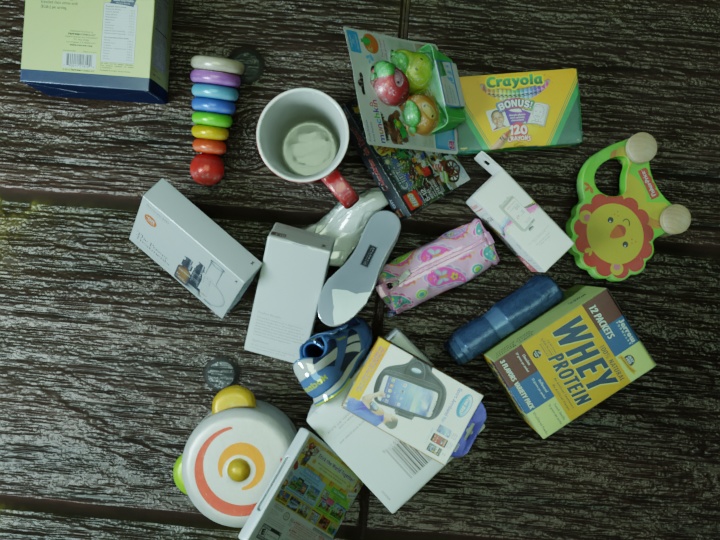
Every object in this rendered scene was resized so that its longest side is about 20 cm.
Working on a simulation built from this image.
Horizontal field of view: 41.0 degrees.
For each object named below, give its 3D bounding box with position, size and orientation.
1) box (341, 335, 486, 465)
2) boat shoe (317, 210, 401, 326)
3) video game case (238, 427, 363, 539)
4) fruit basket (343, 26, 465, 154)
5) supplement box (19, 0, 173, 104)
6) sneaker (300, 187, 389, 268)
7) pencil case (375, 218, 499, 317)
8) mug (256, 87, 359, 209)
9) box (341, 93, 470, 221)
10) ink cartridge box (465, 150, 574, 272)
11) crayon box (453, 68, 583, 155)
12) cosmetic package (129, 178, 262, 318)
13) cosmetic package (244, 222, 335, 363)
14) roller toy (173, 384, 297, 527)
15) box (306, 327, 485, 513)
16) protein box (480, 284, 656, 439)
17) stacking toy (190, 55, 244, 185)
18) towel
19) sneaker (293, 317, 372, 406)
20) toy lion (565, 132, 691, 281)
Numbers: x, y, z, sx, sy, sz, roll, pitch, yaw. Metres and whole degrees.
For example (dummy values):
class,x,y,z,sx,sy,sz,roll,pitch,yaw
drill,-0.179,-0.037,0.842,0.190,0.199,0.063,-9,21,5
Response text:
class,x,y,z,sx,sy,sz,roll,pitch,yaw
box,0.086,0.196,1.417,0.200,0.041,0.119,29,90,2
boat shoe,0.000,0.000,1.481,0.070,0.066,0.200,25,81,8
video game case,-0.082,0.356,1.467,0.023,0.200,0.182,19,71,38
fruit basket,0.069,-0.270,1.445,0.094,0.200,0.186,-20,75,40
supplement box,-0.403,-0.374,1.493,0.199,0.134,0.201,4,91,0
sneaker,-0.025,-0.054,1.535,0.200,0.078,0.100,-34,97,9
pencil case,0.117,-0.005,1.523,0.199,0.087,0.088,-25,91,-1
mug,-0.079,-0.172,1.464,0.133,0.200,0.178,-9,91,0
box,0.068,-0.195,1.513,0.136,0.038,0.200,-32,91,-30
ink cartridge box,0.232,-0.090,1.506,0.067,0.116,0.200,-43,90,0
crayon box,0.246,-0.251,1.533,0.199,0.058,0.119,-5,90,0
cosmetic package,-0.258,-0.031,1.489,0.200,0.151,0.052,40,56,0
cosmetic package,-0.110,0.037,1.496,0.101,0.074,0.201,16,111,-1
roller toy,-0.181,0.296,1.498,0.182,0.140,0.200,32,90,-1
box,0.053,0.228,1.501,0.199,0.131,0.200,-43,90,-1
protein box,0.305,0.132,1.466,0.198,0.200,0.135,-33,90,0
stacking toy,-0.237,-0.235,1.530,0.085,0.085,0.201,8,97,0
towel,0.222,0.075,1.510,0.200,0.112,0.049,-33,89,1
sneaker,-0.042,0.120,1.472,0.082,0.200,0.074,46,121,-9
toy lion,0.405,-0.091,1.521,0.191,0.069,0.201,-25,90,-7
